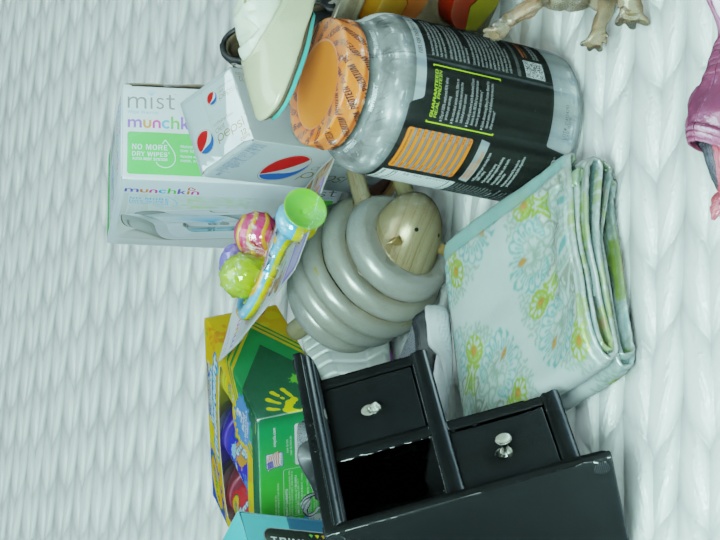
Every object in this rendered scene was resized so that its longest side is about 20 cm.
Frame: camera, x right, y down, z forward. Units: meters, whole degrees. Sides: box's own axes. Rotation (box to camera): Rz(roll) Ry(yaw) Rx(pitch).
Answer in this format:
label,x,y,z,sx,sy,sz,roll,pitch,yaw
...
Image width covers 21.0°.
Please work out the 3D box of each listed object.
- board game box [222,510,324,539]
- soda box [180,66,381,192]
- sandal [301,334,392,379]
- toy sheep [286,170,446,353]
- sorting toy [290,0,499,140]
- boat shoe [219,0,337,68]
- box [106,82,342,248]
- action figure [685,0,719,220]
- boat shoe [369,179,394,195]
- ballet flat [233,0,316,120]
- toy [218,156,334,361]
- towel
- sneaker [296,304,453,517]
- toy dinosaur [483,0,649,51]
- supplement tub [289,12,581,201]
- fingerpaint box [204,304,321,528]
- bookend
label,x,y,z,sx,sy,sz,roll,pitch,yaw
board game box,-0.016,0.284,1.523,0.047,0.151,0.200,-62,32,33
soda box,-0.050,-0.112,1.585,0.064,0.200,0.068,-31,69,34
sandal,-0.004,0.083,1.671,0.050,0.082,0.203,64,-166,-53
toy sheep,0.000,0.000,1.611,0.200,0.137,0.138,-45,43,43
sorting toy,0.044,-0.190,1.544,0.036,0.185,0.201,36,117,35
boat shoe,-0.027,-0.199,1.634,0.199,0.060,0.074,-8,61,31
box,-0.125,-0.093,1.763,0.177,0.199,0.097,125,146,-69
action figure,0.240,-0.128,1.179,0.134,0.149,0.201,-2,66,57
boat shoe,0.018,-0.163,1.696,0.070,0.070,0.201,31,110,61
ballet flat,-0.059,-0.200,1.430,0.069,0.069,0.200,-36,29,54
toy,-0.085,-0.015,1.597,0.200,0.047,0.115,-42,26,57
towel,0.127,0.025,1.443,0.200,0.048,0.172,-40,47,53
sneaker,0.009,0.118,1.543,0.076,0.113,0.201,-87,8,-74
toy dinosaur,0.162,-0.241,1.432,0.200,0.086,0.136,-29,49,50
supplement tub,0.055,-0.124,1.463,0.122,0.199,0.123,-31,54,56
fingerpaint box,-0.081,0.160,1.706,0.167,0.073,0.201,-123,28,-54
bookend,0.067,0.128,1.378,0.199,0.199,0.092,-102,-3,-54
